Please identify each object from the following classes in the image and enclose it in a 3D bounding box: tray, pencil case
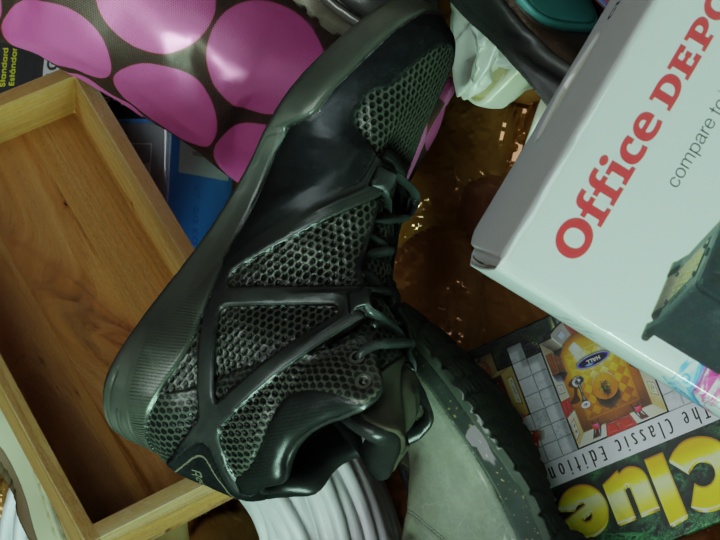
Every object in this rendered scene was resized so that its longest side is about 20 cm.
[{"bbox_3d":[-0.115,0.014,0.732,0.098,0.037,0.201,-25,68,-20],"label":"tray"},{"bbox_3d":[-0.063,-0.088,0.742,0.199,0.091,0.094,32,146,-10],"label":"pencil case"}]

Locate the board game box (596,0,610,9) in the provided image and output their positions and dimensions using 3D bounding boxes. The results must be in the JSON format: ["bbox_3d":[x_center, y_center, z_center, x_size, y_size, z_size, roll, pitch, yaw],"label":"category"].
[{"bbox_3d":[0.111,-0.168,0.718,0.103,0.019,0.200,-39,70,-6],"label":"board game box"}]

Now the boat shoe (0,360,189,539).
[{"bbox_3d":[-0.102,0.090,0.741,0.076,0.072,0.200,-38,72,3],"label":"boat shoe"}]

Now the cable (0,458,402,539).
[{"bbox_3d":[-0.071,0.135,0.796,0.199,0.069,0.202,11,92,27],"label":"cable"}]

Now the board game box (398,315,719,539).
[{"bbox_3d":[0.108,0.063,0.725,0.199,0.023,0.105,-27,79,24],"label":"board game box"}]

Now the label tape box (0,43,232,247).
[{"bbox_3d":[-0.159,-0.045,0.849,0.199,0.063,0.146,2,89,26],"label":"label tape box"}]

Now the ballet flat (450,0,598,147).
[{"bbox_3d":[0.077,-0.079,0.720,0.068,0.068,0.201,-49,57,26],"label":"ballet flat"}]

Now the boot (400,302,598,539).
[{"bbox_3d":[0.022,0.119,0.699,0.130,0.068,0.201,-37,76,12],"label":"boot"}]

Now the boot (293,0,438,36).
[{"bbox_3d":[0.020,-0.209,0.689,0.200,0.072,0.182,-46,70,34],"label":"boot"}]

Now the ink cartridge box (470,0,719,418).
[{"bbox_3d":[0.159,-0.013,0.619,0.199,0.083,0.146,30,91,-4],"label":"ink cartridge box"}]

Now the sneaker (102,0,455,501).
[{"bbox_3d":[0.000,0.000,0.656,0.114,0.076,0.200,30,83,24],"label":"sneaker"}]
